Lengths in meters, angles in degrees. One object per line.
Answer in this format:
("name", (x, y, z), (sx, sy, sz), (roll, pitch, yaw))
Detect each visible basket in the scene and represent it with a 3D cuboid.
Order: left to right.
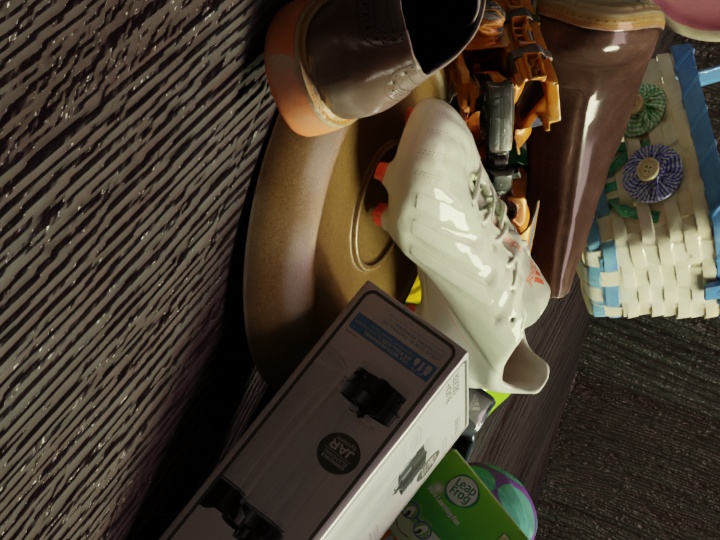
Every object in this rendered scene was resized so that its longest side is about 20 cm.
("basket", (0.228, -0.056, 1.195), (0.140, 0.198, 0.178), (78, 1, -56))

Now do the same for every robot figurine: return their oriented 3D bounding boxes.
("robot figurine", (0.068, -0.070, 1.023), (0.201, 0.058, 0.146), (95, -14, -49))

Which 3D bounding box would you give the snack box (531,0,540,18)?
("snack box", (0.118, -0.249, 1.113), (0.169, 0.067, 0.202), (-51, 159, -60))

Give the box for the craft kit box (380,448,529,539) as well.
("craft kit box", (0.029, 0.220, 0.927), (0.197, 0.200, 0.049), (-32, 154, -16))

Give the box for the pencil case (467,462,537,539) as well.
("pencil case", (0.050, 0.193, 1.164), (0.200, 0.091, 0.086), (-43, 132, -67))

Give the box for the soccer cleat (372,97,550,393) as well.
("soccer cleat", (0.057, -0.009, 0.922), (0.070, 0.077, 0.201), (-61, 155, -31))

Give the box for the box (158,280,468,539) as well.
("box", (-0.031, 0.115, 0.867), (0.201, 0.060, 0.117), (-52, 164, -14))

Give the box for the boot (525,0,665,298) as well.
("boot", (0.125, -0.067, 1.057), (0.200, 0.071, 0.168), (-7, 104, -86))

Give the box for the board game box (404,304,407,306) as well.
("board game box", (-0.018, 0.131, 1.057), (0.153, 0.040, 0.201), (-52, 162, -34))

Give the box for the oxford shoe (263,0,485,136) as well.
("oxford shoe", (0.029, -0.119, 0.819), (0.072, 0.072, 0.200), (65, 31, -23))

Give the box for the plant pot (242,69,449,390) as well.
("plant pot", (0.001, -0.034, 0.909), (0.200, 0.027, 0.202), (-49, 147, -48))

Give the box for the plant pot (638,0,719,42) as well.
("plant pot", (0.237, -0.252, 1.247), (0.180, 0.198, 0.202), (-84, -176, -53))

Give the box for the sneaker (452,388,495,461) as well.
("sneaker", (0.028, 0.115, 1.203), (0.200, 0.080, 0.074), (114, 2, -63))

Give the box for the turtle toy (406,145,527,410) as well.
("turtle toy", (0.077, 0.000, 1.232), (0.146, 0.100, 0.202), (7, 102, -79))
